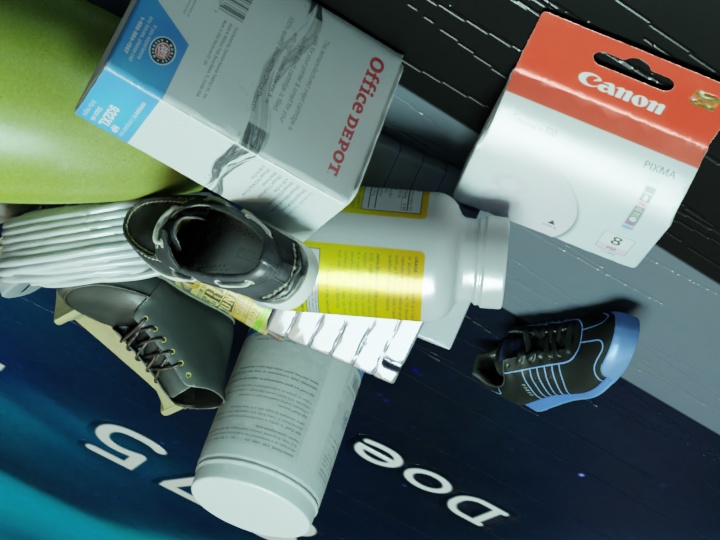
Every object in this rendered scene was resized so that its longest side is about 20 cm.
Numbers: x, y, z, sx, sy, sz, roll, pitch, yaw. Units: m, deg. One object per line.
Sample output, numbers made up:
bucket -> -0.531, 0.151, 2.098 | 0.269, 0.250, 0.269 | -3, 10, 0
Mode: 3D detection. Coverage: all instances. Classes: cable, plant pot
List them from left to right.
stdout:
plant pot -> -0.215, -0.128, 1.166 | 0.199, 0.188, 0.187 | 12, 153, -18
cable -> -0.217, -0.025, 1.276 | 0.199, 0.070, 0.200 | -6, -178, -9

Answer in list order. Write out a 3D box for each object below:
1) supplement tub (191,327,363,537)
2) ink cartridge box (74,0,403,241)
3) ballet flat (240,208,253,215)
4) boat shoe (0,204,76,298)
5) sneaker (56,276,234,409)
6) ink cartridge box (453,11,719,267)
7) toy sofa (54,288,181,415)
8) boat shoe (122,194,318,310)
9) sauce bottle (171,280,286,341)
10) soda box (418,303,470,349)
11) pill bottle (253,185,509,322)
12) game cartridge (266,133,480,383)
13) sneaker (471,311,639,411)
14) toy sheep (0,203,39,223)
supplement tub -> -0.081, 0.153, 1.485 | 0.131, 0.201, 0.132 | 15, 149, 9
ink cartridge box -> -0.086, -0.137, 1.081 | 0.199, 0.146, 0.084 | 29, 149, -15
ballet flat -> -0.036, 0.011, 1.368 | 0.200, 0.064, 0.067 | 36, 146, -24
boat shoe -> -0.314, -0.035, 1.457 | 0.200, 0.072, 0.062 | -31, 79, 40
sneaker -> -0.204, 0.062, 1.416 | 0.199, 0.107, 0.075 | 21, 141, -34
ink cartridge box -> 0.173, -0.090, 1.101 | 0.162, 0.057, 0.200 | 21, 154, -1
toy sofa -> -0.231, 0.056, 1.554 | 0.083, 0.098, 0.200 | -26, 131, 19
boat shoe -> -0.120, -0.022, 1.105 | 0.200, 0.074, 0.060 | 24, 176, 41
sauce bottle -> -0.145, -0.003, 1.406 | 0.199, 0.065, 0.065 | 29, 149, -4
soda box -> 0.000, 0.000, 1.306 | 0.199, 0.068, 0.064 | 23, -179, -4
pill bottle -> 0.016, -0.014, 1.161 | 0.199, 0.105, 0.104 | 5, 148, 4
game cartridge -> 0.011, -0.013, 1.236 | 0.129, 0.038, 0.201 | 25, 114, -1
sneaker -> 0.176, 0.080, 1.346 | 0.078, 0.070, 0.200 | 22, 151, -16
toy sheep -> -0.349, -0.103, 1.312 | 0.199, 0.138, 0.138 | 13, 152, 41
